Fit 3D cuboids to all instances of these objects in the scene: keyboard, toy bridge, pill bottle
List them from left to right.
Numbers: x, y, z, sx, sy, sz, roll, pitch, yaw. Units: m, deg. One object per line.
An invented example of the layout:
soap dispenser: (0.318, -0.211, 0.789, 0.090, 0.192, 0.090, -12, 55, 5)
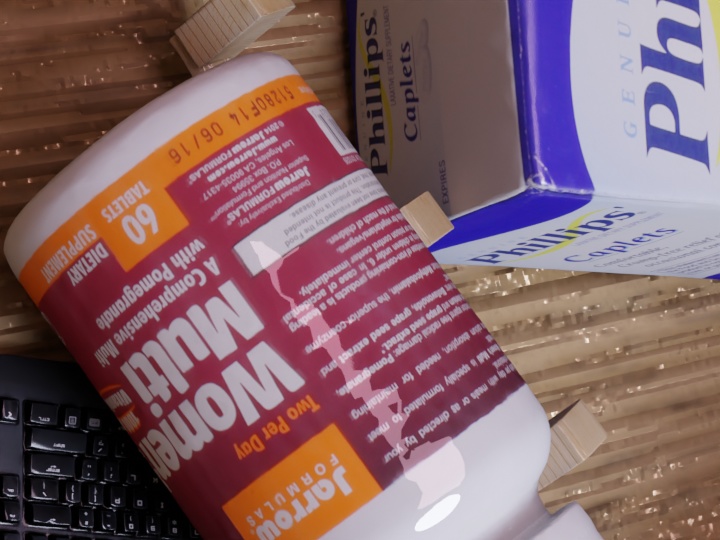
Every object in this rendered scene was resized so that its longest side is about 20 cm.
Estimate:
keyboard: (-0.072, 0.080, 0.815, 0.200, 0.040, 0.104, 8, 75, -32)
pill bottle: (-0.011, 0.041, 0.796, 0.109, 0.110, 0.200, -33, 84, -35)
toy bridge: (0.000, 0.000, 0.860, 0.200, 0.067, 0.027, 54, 28, 1)

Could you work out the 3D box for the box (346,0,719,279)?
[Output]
box: (0.102, -0.098, 0.932, 0.200, 0.105, 0.184, 2, 78, -34)
